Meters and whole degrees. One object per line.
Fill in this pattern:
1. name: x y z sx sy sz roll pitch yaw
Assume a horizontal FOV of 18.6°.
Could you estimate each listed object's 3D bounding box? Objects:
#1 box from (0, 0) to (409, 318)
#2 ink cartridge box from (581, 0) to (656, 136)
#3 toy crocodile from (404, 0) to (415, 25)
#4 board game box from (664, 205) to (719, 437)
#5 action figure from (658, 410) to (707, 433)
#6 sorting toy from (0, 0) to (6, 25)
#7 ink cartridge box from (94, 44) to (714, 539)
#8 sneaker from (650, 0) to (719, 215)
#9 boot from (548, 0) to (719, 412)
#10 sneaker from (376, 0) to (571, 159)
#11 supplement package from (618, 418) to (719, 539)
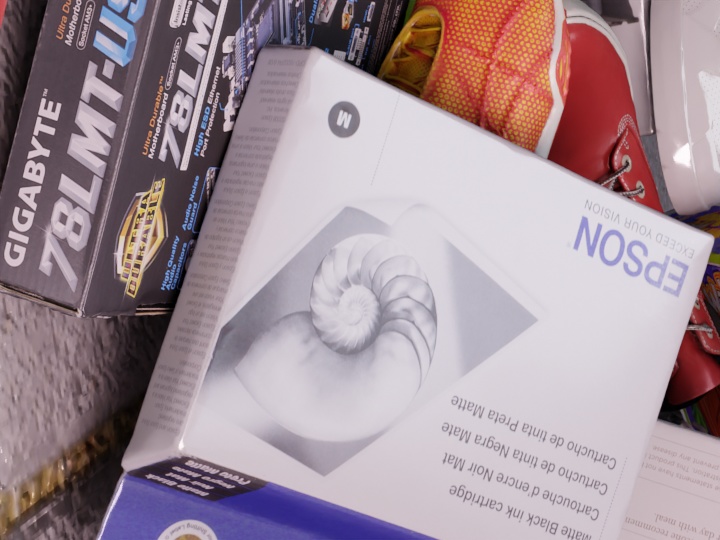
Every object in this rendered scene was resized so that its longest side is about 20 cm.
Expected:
1. box: -0.044 -0.085 0.790 0.198 0.049 0.202 -3 108 -65
2. ink cartridge box: 0.083 -0.166 1.115 0.086 0.146 0.202 -25 110 -69
3. toy crocodile: -0.016 -0.142 0.949 0.200 0.067 0.062 12 77 -70
4. board game box: 0.192 0.040 1.076 0.200 0.044 0.136 -152 -139 -82
5. action figure: 0.143 0.135 1.065 0.131 0.069 0.200 61 32 -22
6. sorting toy: -0.141 -0.149 0.594 0.200 0.069 0.200 56 36 -55
7. ink cartridge box: 0.019 0.048 0.787 0.198 0.040 0.202 21 85 -32
8. sneaker: 0.202 -0.127 1.062 0.074 0.114 0.202 36 56 -68
9. boot: 0.117 -0.021 0.984 0.145 0.072 0.200 63 1 35
10. sneaker: 0.031 -0.053 0.839 0.077 0.073 0.202 9 85 -35
11. supplement package: 0.104 0.164 0.888 0.117 0.116 0.202 29 79 -59
